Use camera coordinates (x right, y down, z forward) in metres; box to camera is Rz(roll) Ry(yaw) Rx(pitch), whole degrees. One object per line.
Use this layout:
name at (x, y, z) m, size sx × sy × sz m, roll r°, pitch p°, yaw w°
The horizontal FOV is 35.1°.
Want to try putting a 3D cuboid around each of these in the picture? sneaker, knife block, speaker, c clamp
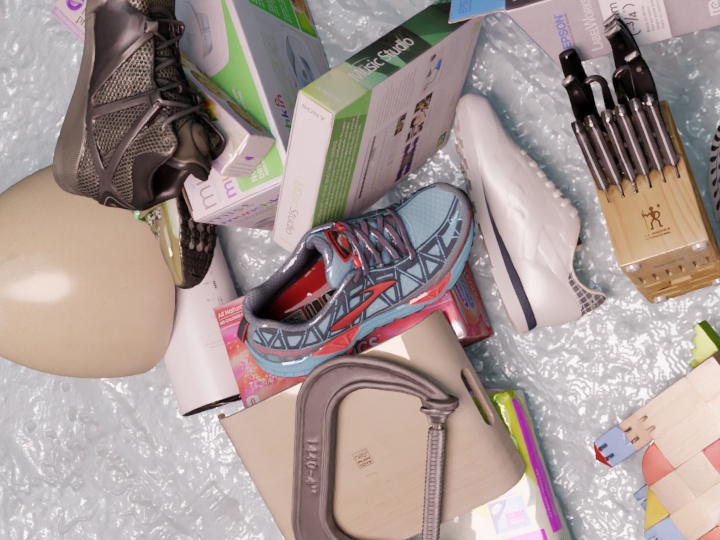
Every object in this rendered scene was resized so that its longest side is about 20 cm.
sneaker at (-0.178, -0.070, 0.913) m, size 0.089 × 0.077 × 0.200 m, roll -24°, pitch 73°, yaw 14°
knife block at (0.204, -0.080, 0.829) m, size 0.064 × 0.200 × 0.176 m, roll -18°, pitch 71°, yaw 19°
sneaker at (0.130, -0.051, 0.915) m, size 0.080 × 0.076 × 0.200 m, roll -18°, pitch 87°, yaw 7°
speaker at (-0.149, 0.025, 1.003) m, size 0.081 × 0.081 × 0.200 m, roll -23°, pitch 82°, yaw 18°
sneaker at (0.000, 0.000, 0.822) m, size 0.200 × 0.096 × 0.079 m, roll -38°, pitch 62°, yaw -6°
sneaker at (-0.135, -0.133, 0.775) m, size 0.114 × 0.076 × 0.200 m, roll 20°, pitch 102°, yaw 21°
c clamp at (0.031, 0.159, 0.837) m, size 0.171 × 0.027 × 0.200 m, roll 0°, pitch 101°, yaw 14°

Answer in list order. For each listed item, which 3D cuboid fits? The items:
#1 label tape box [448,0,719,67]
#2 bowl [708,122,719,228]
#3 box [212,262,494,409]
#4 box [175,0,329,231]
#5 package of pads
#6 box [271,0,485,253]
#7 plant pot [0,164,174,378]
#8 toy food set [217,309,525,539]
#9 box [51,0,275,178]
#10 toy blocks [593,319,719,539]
label tape box at (0.174, -0.223, 0.859) m, size 0.200 × 0.144 × 0.063 m, roll -12°, pitch 128°, yaw 19°
bowl at (0.351, -0.074, 0.815) m, size 0.200 × 0.094 × 0.201 m, roll 0°, pitch 89°, yaw 20°
box at (-0.006, 0.042, 0.942) m, size 0.200 × 0.095 × 0.103 m, roll -22°, pitch 80°, yaw 18°
box at (-0.092, -0.141, 0.936) m, size 0.097 × 0.176 × 0.200 m, roll -22°, pitch 80°, yaw 18°
package of pads at (0.057, 0.188, 0.929) m, size 0.200 × 0.068 × 0.155 m, roll -20°, pitch 82°, yaw 18°
box at (0.015, -0.113, 0.860) m, size 0.036 × 0.200 × 0.144 m, roll 33°, pitch 138°, yaw 17°
plant pot at (-0.267, 0.005, 0.971) m, size 0.200 × 0.134 × 0.201 m, roll 17°, pitch 113°, yaw 48°
toy food set at (0.006, 0.134, 0.877) m, size 0.200 × 0.060 × 0.144 m, roll -27°, pitch 95°, yaw 12°
box at (-0.147, -0.144, 0.841) m, size 0.200 × 0.041 × 0.039 m, roll 44°, pitch 106°, yaw 19°
toy blocks at (0.263, 0.159, 0.852) m, size 0.137 × 0.100 × 0.200 m, roll -43°, pitch 74°, yaw 26°
